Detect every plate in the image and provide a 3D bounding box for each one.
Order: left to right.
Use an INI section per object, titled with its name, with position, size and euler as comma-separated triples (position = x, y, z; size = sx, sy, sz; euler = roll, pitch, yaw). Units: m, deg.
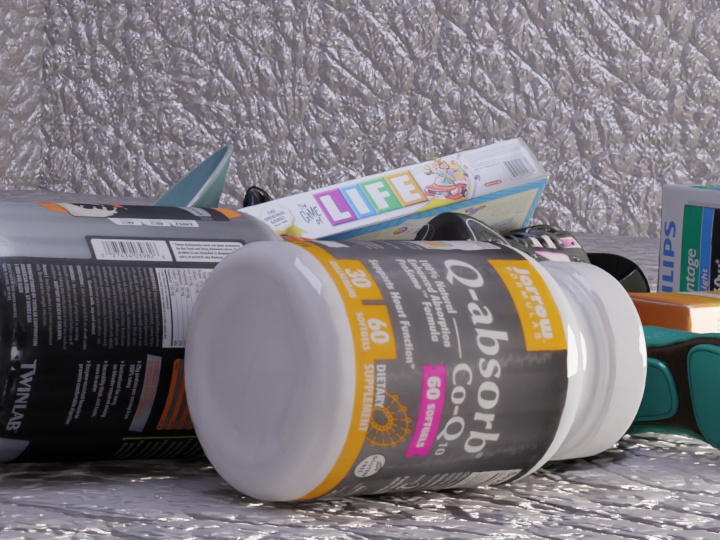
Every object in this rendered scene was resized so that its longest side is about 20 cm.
[plate]
position = -0.139, 0.004, 1.485
size = 0.026, 0.200, 0.200
euler = 44, -3, -9

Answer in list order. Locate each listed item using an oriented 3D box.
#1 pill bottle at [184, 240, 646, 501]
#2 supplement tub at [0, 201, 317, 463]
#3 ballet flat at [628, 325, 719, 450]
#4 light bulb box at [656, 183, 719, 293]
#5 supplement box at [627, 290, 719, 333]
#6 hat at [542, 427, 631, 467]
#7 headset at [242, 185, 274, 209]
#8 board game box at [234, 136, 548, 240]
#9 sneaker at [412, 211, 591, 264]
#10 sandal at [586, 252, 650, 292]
[pill bottle]
position = 0.028, 0.043, 1.159
size = 0.199, 0.117, 0.116
euler = -1, 5, -38
[supplement tub]
position = -0.110, 0.030, 1.208
size = 0.199, 0.123, 0.122
euler = 2, 4, -33
[ballet flat]
position = 0.191, 0.058, 1.337
size = 0.070, 0.068, 0.200
euler = -20, 15, -32
[light bulb box]
position = 0.353, 0.003, 1.859
size = 0.198, 0.125, 0.200
euler = 0, 6, -33
[supplement box]
position = 0.250, 0.047, 1.598
size = 0.200, 0.067, 0.069
euler = -2, 6, -42
[hat]
position = 0.050, 0.050, 1.318
size = 0.200, 0.081, 0.201
euler = 3, 5, 0
[headset]
position = -0.078, 0.014, 1.544
size = 0.123, 0.094, 0.200
euler = -4, -11, -14
[board game box]
position = 0.000, 0.000, 1.445
size = 0.199, 0.135, 0.034
euler = -15, 57, -29
[sneaker]
position = 0.087, 0.007, 1.434
size = 0.080, 0.087, 0.200
euler = -1, -25, 26
[sandal]
position = 0.124, 0.020, 1.944
size = 0.200, 0.080, 0.057
euler = 8, -15, -16
